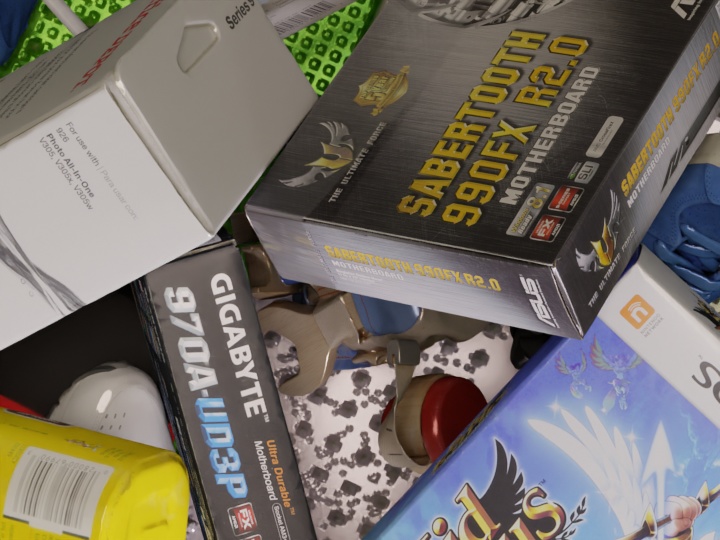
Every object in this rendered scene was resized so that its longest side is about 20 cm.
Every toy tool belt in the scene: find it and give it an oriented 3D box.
[{"bbox_3d":[0.000,0.000,1.333,0.122,0.125,0.201,-7,83,39],"label":"toy tool belt"}]

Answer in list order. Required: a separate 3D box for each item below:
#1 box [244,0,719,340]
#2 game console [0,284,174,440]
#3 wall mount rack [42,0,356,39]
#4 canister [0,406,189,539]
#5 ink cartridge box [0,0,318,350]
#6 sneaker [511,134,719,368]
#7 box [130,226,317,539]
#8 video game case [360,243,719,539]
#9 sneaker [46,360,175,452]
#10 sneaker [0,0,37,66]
[{"bbox_3d":[0.067,-0.071,1.204,0.158,0.048,0.200,12,54,35],"label":"box"},{"bbox_3d":[-0.193,0.065,1.366,0.199,0.031,0.178,27,85,2],"label":"game console"},{"bbox_3d":[-0.075,-0.143,1.281,0.199,0.174,0.075,-26,77,20],"label":"wall mount rack"},{"bbox_3d":[-0.183,0.128,1.264,0.199,0.086,0.149,12,101,25],"label":"canister"},{"bbox_3d":[-0.134,-0.039,1.225,0.199,0.146,0.084,-26,107,30],"label":"ink cartridge box"},{"bbox_3d":[0.132,0.010,1.244,0.077,0.200,0.112,37,71,-16],"label":"sneaker"},{"bbox_3d":[-0.059,0.078,1.277,0.046,0.159,0.201,-16,98,-6],"label":"box"},{"bbox_3d":[0.117,0.123,1.191,0.181,0.045,0.200,42,104,-1],"label":"video game case"},{"bbox_3d":[-0.101,0.141,1.309,0.074,0.087,0.201,-12,106,-33],"label":"sneaker"},{"bbox_3d":[-0.134,-0.187,1.347,0.111,0.077,0.201,9,82,11],"label":"sneaker"}]
